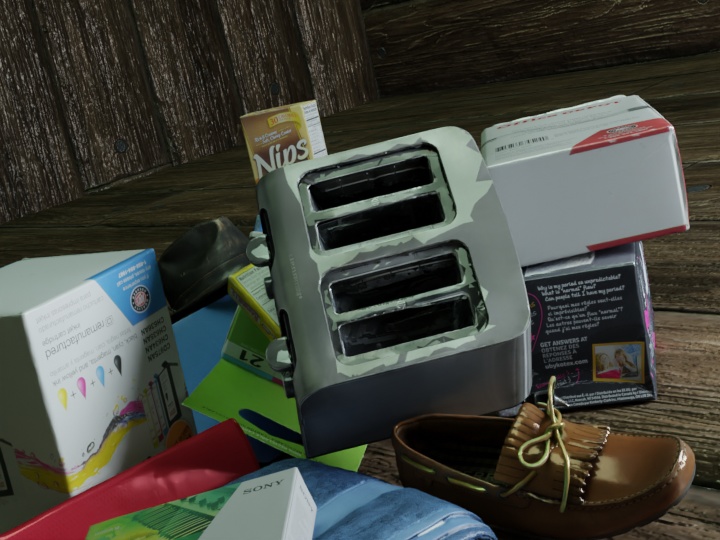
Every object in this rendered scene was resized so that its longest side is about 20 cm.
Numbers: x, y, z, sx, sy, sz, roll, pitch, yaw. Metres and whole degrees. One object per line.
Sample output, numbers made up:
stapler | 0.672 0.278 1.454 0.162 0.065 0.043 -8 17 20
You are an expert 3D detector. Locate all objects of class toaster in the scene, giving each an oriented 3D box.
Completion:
toaster | 0.028 0.016 0.778 0.197 0.183 0.119 -13 -29 -1

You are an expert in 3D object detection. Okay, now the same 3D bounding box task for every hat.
hat | -0.144 -0.003 1.099 0.199 0.082 0.201 -27 -8 -4

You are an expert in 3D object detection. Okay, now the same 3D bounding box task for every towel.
towel | -0.015 0.163 0.698 0.111 0.049 0.199 -22 16 -35

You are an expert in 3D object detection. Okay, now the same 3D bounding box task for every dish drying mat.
dish drying mat | -0.148 0.172 0.740 0.199 0.078 0.018 -24 2 -38

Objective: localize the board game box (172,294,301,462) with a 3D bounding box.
board game box | -0.102 0.101 0.967 0.157 0.039 0.199 37 39 19

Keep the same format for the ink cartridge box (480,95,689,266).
ink cartridge box | 0.176 -0.078 0.912 0.145 0.084 0.200 -12 14 10

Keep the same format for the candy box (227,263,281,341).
candy box | 0.000 0.000 0.901 0.199 0.027 0.102 -31 63 -30

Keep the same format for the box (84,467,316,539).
box | -0.103 0.192 0.591 0.142 0.037 0.201 -18 22 11

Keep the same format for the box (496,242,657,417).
box | 0.173 0.024 0.929 0.130 0.116 0.200 -9 14 16

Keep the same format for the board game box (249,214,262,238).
board game box | 0.015 -0.023 1.174 0.197 0.026 0.199 4 -8 26

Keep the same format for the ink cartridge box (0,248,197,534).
ink cartridge box | -0.221 0.104 0.809 0.143 0.203 0.147 -3 16 28

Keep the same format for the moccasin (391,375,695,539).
moccasin | 0.106 0.114 0.686 0.200 0.078 0.074 0 37 43

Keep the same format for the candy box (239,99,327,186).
candy box | -0.107 -0.155 1.740 0.114 0.203 0.055 -7 14 26

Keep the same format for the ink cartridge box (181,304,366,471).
ink cartridge box | -0.038 0.070 0.896 0.146 0.077 0.200 25 19 3
